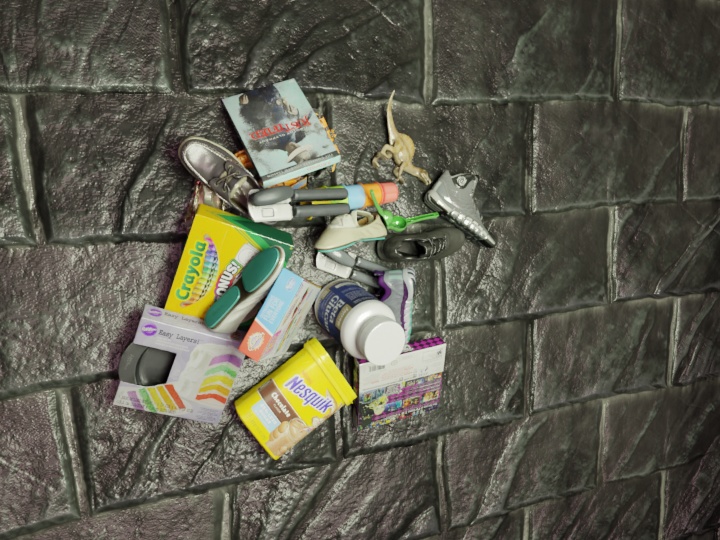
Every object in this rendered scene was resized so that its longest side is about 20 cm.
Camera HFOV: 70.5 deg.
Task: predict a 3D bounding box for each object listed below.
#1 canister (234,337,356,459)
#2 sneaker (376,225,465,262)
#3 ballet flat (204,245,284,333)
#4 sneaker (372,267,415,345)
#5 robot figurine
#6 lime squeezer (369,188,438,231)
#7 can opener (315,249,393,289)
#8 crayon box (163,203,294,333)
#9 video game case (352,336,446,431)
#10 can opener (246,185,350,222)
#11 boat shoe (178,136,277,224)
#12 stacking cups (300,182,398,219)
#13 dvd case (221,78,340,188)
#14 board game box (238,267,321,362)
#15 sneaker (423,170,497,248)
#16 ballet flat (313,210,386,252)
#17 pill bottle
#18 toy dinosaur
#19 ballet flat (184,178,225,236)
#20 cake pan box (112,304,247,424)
[{"bbox_3d":[-0.127,0.252,1.000,0.199,0.086,0.149,-37,108,-11],"label":"canister"},{"bbox_3d":[0.137,-0.048,1.054,0.198,0.091,0.077,-12,101,-20],"label":"sneaker"},{"bbox_3d":[-0.184,0.036,0.868,0.069,0.070,0.200,40,108,-21],"label":"ballet flat"},{"bbox_3d":[0.063,0.078,1.049,0.086,0.075,0.202,3,122,2],"label":"sneaker"},{"bbox_3d":[-0.126,-0.213,0.946,0.199,0.058,0.146,-32,110,-14],"label":"robot figurine"},{"bbox_3d":[0.072,-0.109,1.025,0.199,0.070,0.038,13,59,-42],"label":"lime squeezer"},{"bbox_3d":[0.000,0.000,1.026,0.198,0.066,0.053,21,92,-27],"label":"can opener"},{"bbox_3d":[-0.234,0.005,0.902,0.171,0.058,0.202,17,113,-23],"label":"crayon box"},{"bbox_3d":[0.080,0.239,1.074,0.198,0.036,0.183,-10,121,-19],"label":"video game case"},{"bbox_3d":[-0.096,-0.116,0.866,0.198,0.067,0.054,-8,92,-34],"label":"can opener"},{"bbox_3d":[-0.212,-0.147,0.854,0.072,0.065,0.200,-49,120,-3],"label":"boat shoe"},{"bbox_3d":[-0.015,-0.143,0.987,0.198,0.060,0.061,-13,102,-26],"label":"stacking cups"},{"bbox_3d":[-0.141,-0.246,0.893,0.145,0.022,0.201,-22,67,-16],"label":"dvd case"},{"bbox_3d":[-0.137,0.080,0.912,0.040,0.200,0.154,28,86,6],"label":"board game box"},{"bbox_3d":[0.239,-0.142,1.090,0.199,0.075,0.116,35,83,-21],"label":"sneaker"},{"bbox_3d":[-0.020,-0.080,0.970,0.199,0.069,0.070,-17,107,-54],"label":"ballet flat"},{"bbox_3d":[-0.002,0.097,0.955,0.110,0.200,0.112,-9,111,-26],"label":"pill bottle"},{"bbox_3d":[0.070,-0.246,1.029,0.101,0.058,0.201,-44,118,-26],"label":"toy dinosaur"},{"bbox_3d":[-0.273,-0.115,0.902,0.075,0.064,0.203,3,97,-15],"label":"ballet flat"},{"bbox_3d":[-0.320,0.171,0.907,0.198,0.052,0.186,20,106,-22],"label":"cake pan box"}]
